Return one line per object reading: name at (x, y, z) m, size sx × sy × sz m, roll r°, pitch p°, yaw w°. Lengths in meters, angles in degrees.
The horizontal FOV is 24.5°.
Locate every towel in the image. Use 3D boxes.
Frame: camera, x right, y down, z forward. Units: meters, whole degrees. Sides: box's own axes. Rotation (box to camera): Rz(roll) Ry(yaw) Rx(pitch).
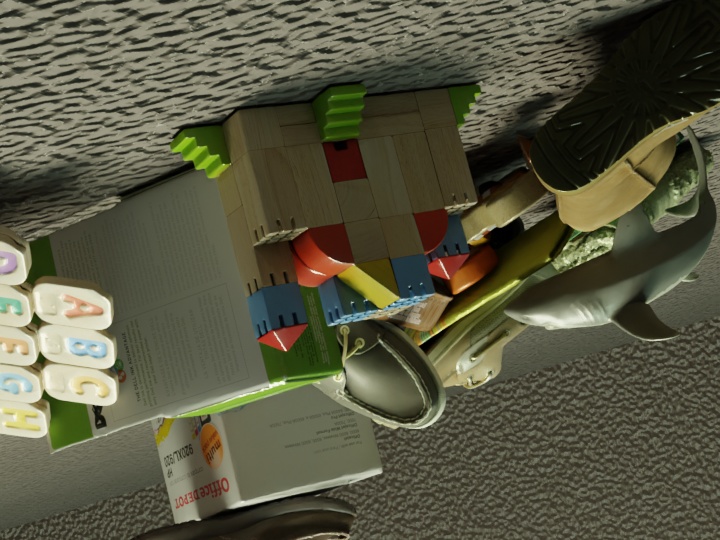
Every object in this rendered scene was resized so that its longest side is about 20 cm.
towel at (0.101, 0.010, 1.305) m, size 0.200 × 0.018 × 0.086 m, roll -36°, pitch -166°, yaw 45°
towel at (0.225, -0.039, 1.476) m, size 0.148 × 0.037 × 0.200 m, roll -38°, pitch 178°, yaw -26°

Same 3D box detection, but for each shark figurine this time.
shark figurine at (0.214, -0.029, 1.218) m, size 0.214 × 0.090 × 0.128 m, roll -36°, pitch -147°, yaw -26°

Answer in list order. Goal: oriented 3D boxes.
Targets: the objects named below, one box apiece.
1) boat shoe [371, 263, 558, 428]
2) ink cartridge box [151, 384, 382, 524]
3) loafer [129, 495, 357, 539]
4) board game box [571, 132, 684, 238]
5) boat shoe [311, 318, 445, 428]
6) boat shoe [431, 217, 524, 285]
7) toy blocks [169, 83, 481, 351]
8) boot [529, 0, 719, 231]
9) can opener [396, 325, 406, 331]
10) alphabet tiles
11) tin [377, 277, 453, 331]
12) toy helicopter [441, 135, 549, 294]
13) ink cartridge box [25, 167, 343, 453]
boat shoe at (0.092, 0.064, 1.364) m, size 0.200 × 0.065 × 0.072 m, roll -45°, pitch -173°, yaw -13°
ink cartridge box at (-0.094, 0.104, 1.432) m, size 0.143 × 0.202 × 0.147 m, roll -9°, pitch 168°, yaw -32°
loafer at (-0.095, 0.235, 1.369) m, size 0.198 × 0.072 × 0.073 m, roll -10°, pitch 168°, yaw -18°
board game box at (0.191, -0.056, 1.380) m, size 0.105 × 0.024 × 0.200 m, roll -40°, pitch 178°, yaw -19°
boat shoe at (-0.027, 0.051, 1.221) m, size 0.072 × 0.201 × 0.060 m, roll -55°, pitch 171°, yaw 11°
boat shoe at (0.053, -0.016, 1.406) m, size 0.199 × 0.071 × 0.071 m, roll -16°, pitch 168°, yaw -30°
toy blocks at (-0.002, -0.031, 1.007) m, size 0.198 × 0.138 × 0.100 m, roll -10°, pitch 169°, yaw -31°
boot at (0.188, -0.099, 1.079) m, size 0.174 × 0.067 × 0.200 m, roll -33°, pitch 168°, yaw 10°
can opener at (0.027, 0.041, 1.485) m, size 0.078 × 0.064 × 0.200 m, roll -29°, pitch -154°, yaw -11°
alphabet tiles at (-0.248, 0.039, 1.032) m, size 0.193 × 0.015 × 0.201 m, roll 8°, pitch 140°, yaw 1°
tin at (0.000, 0.000, 1.252) m, size 0.042 × 0.111 × 0.200 m, roll -62°, pitch 154°, yaw 5°
toy helicopter at (0.110, -0.052, 1.225) m, size 0.132 × 0.079 × 0.200 m, roll -35°, pitch -178°, yaw -6°
ink cartridge box at (-0.127, 0.025, 1.102) m, size 0.198 × 0.150 × 0.075 m, roll -19°, pitch 171°, yaw 29°
